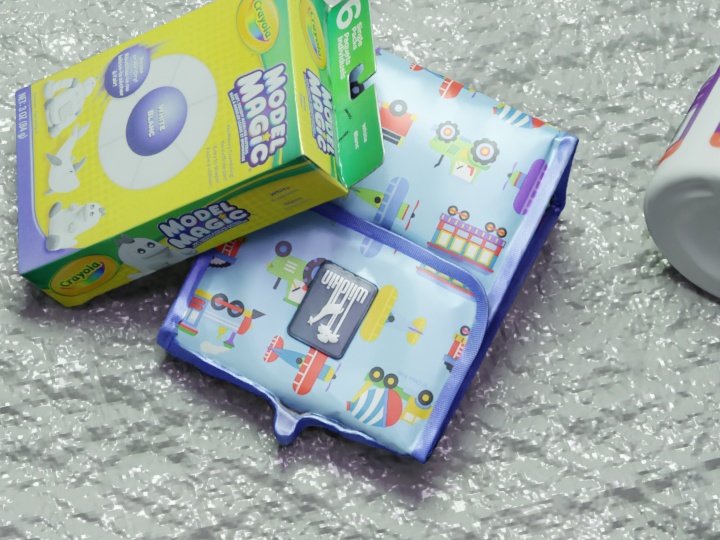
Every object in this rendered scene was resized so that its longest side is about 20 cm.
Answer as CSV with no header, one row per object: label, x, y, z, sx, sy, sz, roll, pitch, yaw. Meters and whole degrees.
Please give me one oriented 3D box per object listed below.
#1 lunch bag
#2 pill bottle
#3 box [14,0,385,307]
lunch bag,0.000,0.000,1.428,0.150,0.094,0.200,24,71,8
pill bottle,0.237,-0.085,1.483,0.111,0.111,0.200,27,59,9
box,-0.081,-0.069,1.407,0.200,0.048,0.118,-21,56,23
